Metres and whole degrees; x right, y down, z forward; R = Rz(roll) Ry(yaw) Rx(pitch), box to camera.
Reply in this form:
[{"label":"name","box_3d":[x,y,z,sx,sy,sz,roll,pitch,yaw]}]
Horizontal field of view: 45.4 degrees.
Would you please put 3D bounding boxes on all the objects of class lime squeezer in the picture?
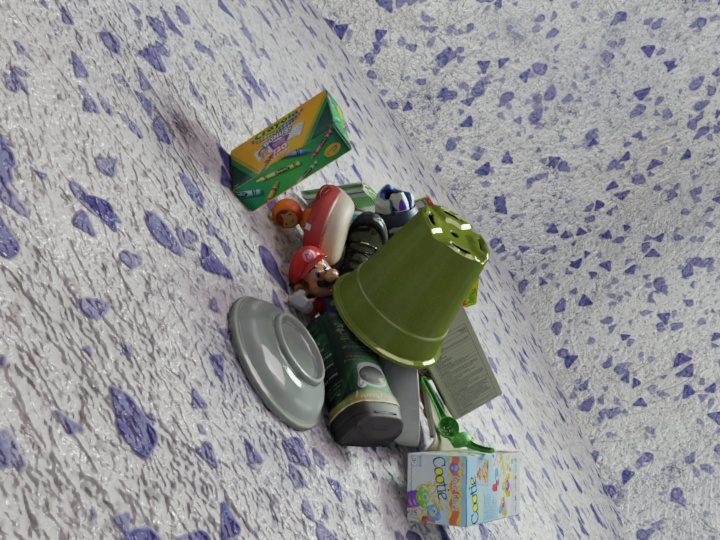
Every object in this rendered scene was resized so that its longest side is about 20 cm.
[{"label":"lime squeezer","box_3d":[0.158,0.254,1.390,0.038,0.071,0.200,-5,30,-29]}]

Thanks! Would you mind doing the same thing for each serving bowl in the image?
[{"label":"serving bowl","box_3d":[0.054,0.185,1.396,0.200,0.065,0.201,178,-90,-88]}]

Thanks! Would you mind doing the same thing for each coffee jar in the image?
[{"label":"coffee jar","box_3d":[-0.011,0.161,1.256,0.104,0.085,0.201,13,43,-38]}]

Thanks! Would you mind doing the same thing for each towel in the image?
[{"label":"towel","box_3d":[-0.012,-0.123,1.724,0.200,0.152,0.024,35,54,-56]}]

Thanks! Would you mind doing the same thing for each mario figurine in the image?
[{"label":"mario figurine","box_3d":[-0.039,0.048,1.372,0.201,0.106,0.124,58,14,-13]}]

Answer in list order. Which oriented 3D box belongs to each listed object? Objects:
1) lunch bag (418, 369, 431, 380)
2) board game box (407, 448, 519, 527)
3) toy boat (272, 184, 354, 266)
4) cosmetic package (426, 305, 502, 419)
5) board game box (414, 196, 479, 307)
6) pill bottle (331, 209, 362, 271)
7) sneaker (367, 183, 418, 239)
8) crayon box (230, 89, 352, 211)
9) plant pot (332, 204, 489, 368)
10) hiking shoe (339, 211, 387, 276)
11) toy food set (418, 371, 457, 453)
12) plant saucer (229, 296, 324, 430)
[{"label":"lunch bag","box_3d":[0.110,0.087,1.629,0.201,0.139,0.168,-103,-170,-46]},{"label":"board game box","box_3d":[0.166,0.338,1.357,0.200,0.103,0.106,16,73,-56]},{"label":"toy boat","box_3d":[-0.088,-0.087,1.478,0.130,0.131,0.200,14,9,-11]},{"label":"cosmetic package","box_3d":[0.161,0.150,1.504,0.201,0.105,0.071,65,-4,-26]},{"label":"board game box","box_3d":[0.145,-0.033,1.558,0.102,0.047,0.200,90,-24,-44]},{"label":"pill bottle","box_3d":[-0.010,-0.040,1.627,0.111,0.110,0.200,51,17,-28]},{"label":"sneaker","box_3d":[0.076,-0.063,1.512,0.147,0.080,0.200,78,-10,-45]},{"label":"crayon box","box_3d":[-0.116,-0.196,1.402,0.058,0.199,0.119,49,18,-37]},{"label":"plant pot","box_3d":[0.091,0.010,1.286,0.199,0.190,0.200,28,30,-18]},{"label":"hiking shoe","box_3d":[0.000,0.000,1.467,0.075,0.201,0.101,12,28,-4]},{"label":"toy food set","box_3d":[0.124,0.288,1.504,0.144,0.060,0.200,58,15,-34]},{"label":"plant saucer","box_3d":[-0.097,0.114,1.157,0.200,0.050,0.200,53,15,-21]}]
